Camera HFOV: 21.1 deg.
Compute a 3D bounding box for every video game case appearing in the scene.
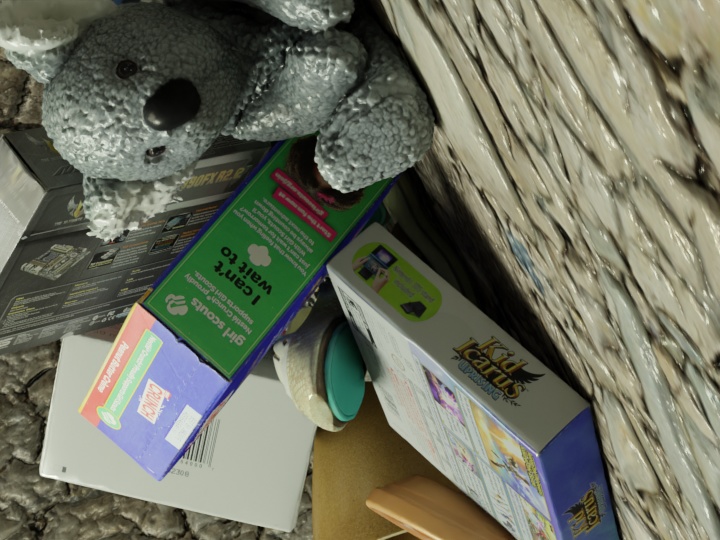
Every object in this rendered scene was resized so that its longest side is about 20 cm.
[{"bbox_3d":[0.072,0.086,1.154,0.181,0.045,0.201,42,165,31],"label":"video game case"}]

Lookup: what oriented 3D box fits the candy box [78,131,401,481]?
[{"bbox_3d":[-0.074,0.011,1.184,0.077,0.201,0.169,37,147,-1],"label":"candy box"}]

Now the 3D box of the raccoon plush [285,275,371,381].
[{"bbox_3d":[0.000,0.000,1.352,0.133,0.200,0.097,26,-137,-11],"label":"raccoon plush"}]

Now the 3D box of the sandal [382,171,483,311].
[{"bbox_3d":[0.030,-0.005,1.262,0.202,0.057,0.080,61,176,8],"label":"sandal"}]

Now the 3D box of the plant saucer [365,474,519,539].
[{"bbox_3d":[0.097,0.191,1.305,0.199,0.038,0.200,29,172,4],"label":"plant saucer"}]

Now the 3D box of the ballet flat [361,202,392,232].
[{"bbox_3d":[-0.030,-0.058,1.453,0.199,0.070,0.068,-15,115,52],"label":"ballet flat"}]

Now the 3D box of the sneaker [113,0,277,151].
[{"bbox_3d":[-0.095,-0.158,1.277,0.200,0.146,0.081,46,-152,-15],"label":"sneaker"}]

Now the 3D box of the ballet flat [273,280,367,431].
[{"bbox_3d":[-0.024,0.054,1.237,0.200,0.062,0.068,-55,-46,-69],"label":"ballet flat"}]

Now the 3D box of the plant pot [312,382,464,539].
[{"bbox_3d":[0.033,0.158,1.601,0.187,0.184,0.202,69,-175,-60],"label":"plant pot"}]

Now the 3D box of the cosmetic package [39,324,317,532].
[{"bbox_3d":[-0.128,0.089,1.509,0.200,0.197,0.124,-84,7,-73],"label":"cosmetic package"}]

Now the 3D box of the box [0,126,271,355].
[{"bbox_3d":[-0.167,-0.025,1.204,0.048,0.199,0.159,48,126,20],"label":"box"}]

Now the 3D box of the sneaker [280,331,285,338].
[{"bbox_3d":[-0.092,-0.007,1.429,0.199,0.096,0.079,21,-171,-32],"label":"sneaker"}]

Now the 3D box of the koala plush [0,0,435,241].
[{"bbox_3d":[-0.091,-0.114,1.079,0.178,0.199,0.184,63,175,-24],"label":"koala plush"}]
